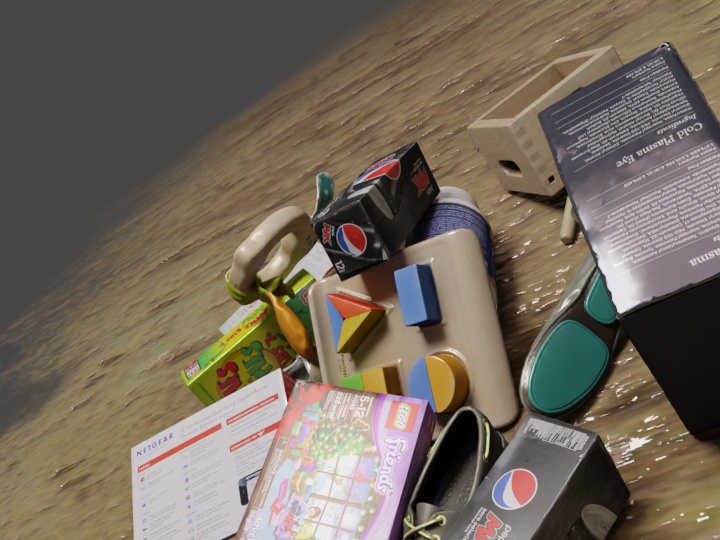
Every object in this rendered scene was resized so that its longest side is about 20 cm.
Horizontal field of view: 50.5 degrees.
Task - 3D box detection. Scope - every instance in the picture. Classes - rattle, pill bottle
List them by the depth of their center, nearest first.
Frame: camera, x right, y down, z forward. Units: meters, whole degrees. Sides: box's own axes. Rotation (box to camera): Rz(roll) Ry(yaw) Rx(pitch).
[{"bbox_3d":[0.098,-0.012,0.869,0.110,0.112,0.201,-25,27,22],"label":"pill bottle"},{"bbox_3d":[-0.052,-0.015,0.901,0.142,0.132,0.199,26,40,27],"label":"rattle"}]

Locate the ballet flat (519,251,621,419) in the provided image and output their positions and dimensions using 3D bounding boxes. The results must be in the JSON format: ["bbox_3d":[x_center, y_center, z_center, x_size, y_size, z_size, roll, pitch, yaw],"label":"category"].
[{"bbox_3d":[0.200,0.054,0.693,0.201,0.067,0.064,-53,0,-20],"label":"ballet flat"}]

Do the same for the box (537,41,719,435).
[{"bbox_3d":[0.226,-0.015,0.538,0.103,0.200,0.184,-27,47,20],"label":"box"}]

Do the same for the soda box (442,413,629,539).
[{"bbox_3d":[0.101,0.200,0.520,0.200,0.071,0.063,-47,28,-24],"label":"soda box"}]

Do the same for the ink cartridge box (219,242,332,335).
[{"bbox_3d":[-0.103,0.047,1.121,0.201,0.057,0.162,-50,27,-8],"label":"ink cartridge box"}]

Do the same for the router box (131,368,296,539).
[{"bbox_3d":[-0.133,0.221,0.754,0.198,0.049,0.181,-28,49,14],"label":"router box"}]

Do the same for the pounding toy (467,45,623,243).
[{"bbox_3d":[0.245,-0.155,0.933,0.183,0.143,0.200,-37,14,-3],"label":"pounding toy"}]

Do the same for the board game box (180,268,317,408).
[{"bbox_3d":[-0.113,0.104,0.956,0.199,0.102,0.048,-41,26,-9],"label":"board game box"}]

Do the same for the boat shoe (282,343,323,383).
[{"bbox_3d":[-0.044,0.120,0.872,0.199,0.069,0.075,-38,22,-12],"label":"boat shoe"}]

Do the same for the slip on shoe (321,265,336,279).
[{"bbox_3d":[0.011,-0.028,1.046,0.061,0.075,0.200,28,57,30],"label":"slip on shoe"}]

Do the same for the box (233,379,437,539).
[{"bbox_3d":[-0.026,0.197,0.648,0.135,0.039,0.202,4,57,25],"label":"box"}]

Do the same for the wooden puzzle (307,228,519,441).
[{"bbox_3d":[0.038,0.074,0.741,0.198,0.188,0.046,-19,-14,30],"label":"wooden puzzle"}]

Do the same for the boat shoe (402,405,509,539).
[{"bbox_3d":[0.064,0.200,0.603,0.071,0.061,0.203,-11,35,43],"label":"boat shoe"}]

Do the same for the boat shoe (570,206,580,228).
[{"bbox_3d":[0.290,-0.042,0.724,0.072,0.068,0.199,-53,30,-16],"label":"boat shoe"}]

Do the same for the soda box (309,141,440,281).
[{"bbox_3d":[0.022,-0.069,0.811,0.063,0.071,0.200,-21,16,28],"label":"soda box"}]

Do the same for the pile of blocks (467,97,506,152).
[{"bbox_3d":[0.242,-0.220,1.127,0.199,0.082,0.062,-33,-20,-15],"label":"pile of blocks"}]
